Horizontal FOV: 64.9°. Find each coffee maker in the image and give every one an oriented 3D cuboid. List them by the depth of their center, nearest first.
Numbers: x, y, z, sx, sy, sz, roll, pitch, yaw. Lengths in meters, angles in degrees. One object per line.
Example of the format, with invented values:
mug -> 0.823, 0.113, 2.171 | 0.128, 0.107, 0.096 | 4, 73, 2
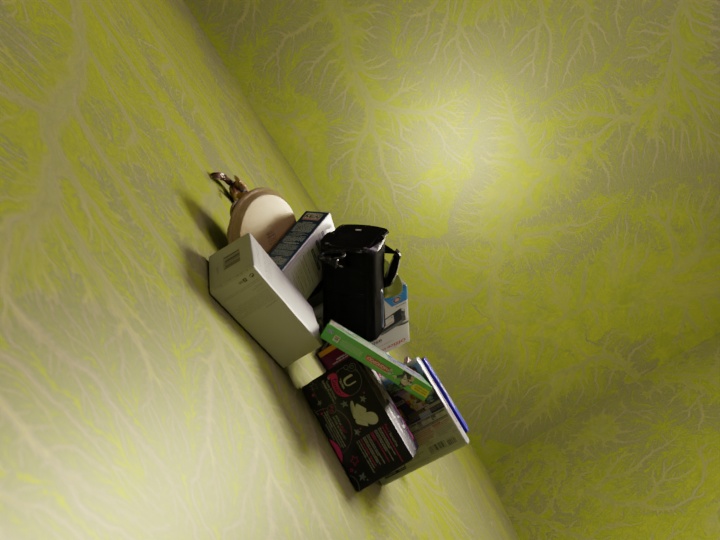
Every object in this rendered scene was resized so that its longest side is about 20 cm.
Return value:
coffee maker -> -0.023, 0.032, 1.080 | 0.135, 0.192, 0.200 | 18, -60, 38

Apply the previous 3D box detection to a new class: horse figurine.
horse figurine -> -0.261, -0.156, 1.304 | 0.200, 0.050, 0.133 | 51, -6, -14

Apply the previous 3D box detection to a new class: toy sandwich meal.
toy sandwich meal -> -0.192, -0.062, 1.083 | 0.205, 0.070, 0.205 | -6, 98, -56

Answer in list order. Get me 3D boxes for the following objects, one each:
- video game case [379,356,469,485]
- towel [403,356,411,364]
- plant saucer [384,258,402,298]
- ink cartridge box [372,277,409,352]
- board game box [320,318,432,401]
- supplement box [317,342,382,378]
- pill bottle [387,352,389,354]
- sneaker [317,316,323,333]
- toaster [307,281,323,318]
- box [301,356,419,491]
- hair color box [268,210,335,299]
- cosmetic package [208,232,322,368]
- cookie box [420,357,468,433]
video game case -> 0.077, 0.291, 1.085 | 0.182, 0.200, 0.023 | 59, 21, 7
towel -> 0.147, 0.316, 1.334 | 0.200, 0.023, 0.144 | 55, 31, -31
plant saucer -> 0.000, 0.000, 1.235 | 0.200, 0.031, 0.200 | 30, -23, 15
ink cartridge box -> 0.039, 0.114, 1.396 | 0.084, 0.144, 0.200 | 48, -26, 44
board game box -> 0.024, 0.151, 0.983 | 0.200, 0.029, 0.135 | 32, -2, 0
supplement box -> -0.004, 0.238, 1.267 | 0.200, 0.086, 0.110 | 58, 4, -1
pill bottle -> 0.024, 0.231, 1.495 | 0.104, 0.104, 0.200 | 55, 6, -38
sneaker -> -0.092, 0.107, 1.370 | 0.200, 0.070, 0.080 | 53, 9, 32
toaster -> -0.124, 0.012, 1.259 | 0.181, 0.119, 0.200 | 60, 5, 10
box -> 0.005, 0.264, 1.013 | 0.200, 0.115, 0.132 | 60, 5, 13
hair color box -> -0.116, -0.015, 1.079 | 0.200, 0.060, 0.100 | -55, 140, -39
cosmetic package -> -0.152, 0.051, 0.923 | 0.200, 0.085, 0.108 | 56, 6, -34
cookie box -> 0.092, 0.300, 1.157 | 0.171, 0.200, 0.075 | 59, 5, 7
